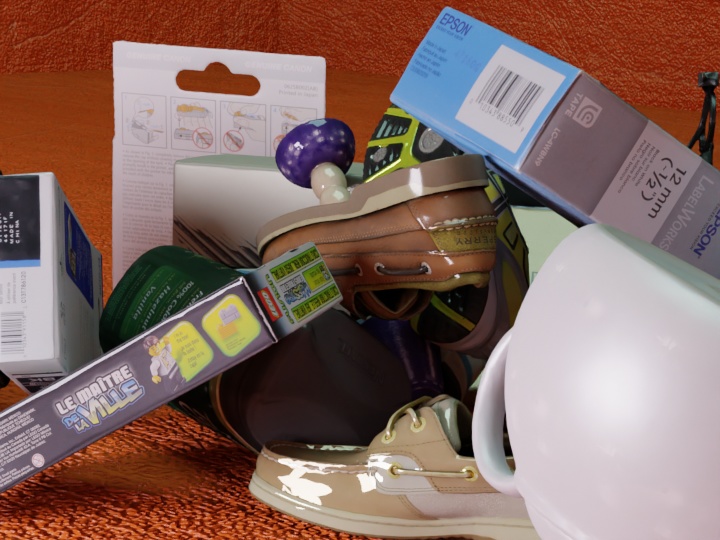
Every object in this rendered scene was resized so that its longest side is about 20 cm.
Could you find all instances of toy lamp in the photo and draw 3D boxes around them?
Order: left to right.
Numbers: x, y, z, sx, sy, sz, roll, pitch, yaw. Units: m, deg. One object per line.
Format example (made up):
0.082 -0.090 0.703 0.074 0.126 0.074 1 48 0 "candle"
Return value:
0.000 0.000 1.200 0.058 0.058 0.201 -2 48 -26 "toy lamp"

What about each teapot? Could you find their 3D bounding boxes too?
0.132 0.080 0.871 0.196 0.147 0.200 31 8 10 "teapot"

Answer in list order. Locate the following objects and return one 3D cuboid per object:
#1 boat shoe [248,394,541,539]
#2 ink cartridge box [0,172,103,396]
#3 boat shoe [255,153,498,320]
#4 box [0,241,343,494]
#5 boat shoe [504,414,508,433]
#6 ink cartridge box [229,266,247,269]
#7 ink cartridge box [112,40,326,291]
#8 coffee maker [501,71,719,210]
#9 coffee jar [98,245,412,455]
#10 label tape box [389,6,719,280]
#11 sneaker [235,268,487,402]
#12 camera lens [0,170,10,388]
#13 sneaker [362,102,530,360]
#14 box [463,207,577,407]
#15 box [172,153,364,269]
0.043 0.095 1.018 0.198 0.067 0.074 5 10 12 "boat shoe"
-0.170 0.018 1.140 0.039 0.100 0.200 -4 -12 0 "ink cartridge box"
0.003 -0.005 1.091 0.071 0.069 0.200 -10 -6 -27 "boat shoe"
-0.113 0.054 1.012 0.199 0.035 0.110 -29 1 19 "box"
0.170 0.074 1.169 0.198 0.071 0.070 5 9 7 "boat shoe"
-0.021 0.028 1.375 0.198 0.068 0.117 5 9 12 "ink cartridge box"
-0.093 -0.058 1.459 0.161 0.202 0.057 6 13 15 "ink cartridge box"
0.146 -0.039 1.469 0.198 0.193 0.135 5 -31 7 "coffee maker"
-0.059 0.051 1.140 0.104 0.086 0.200 38 -11 -31 "coffee jar"
0.131 -0.053 1.115 0.199 0.066 0.143 29 4 -33 "label tape box"
-0.002 0.038 1.280 0.199 0.076 0.086 18 33 31 "sneaker"
-0.292 0.009 1.143 0.198 0.162 0.160 2 10 -2 "camera lens"
0.054 -0.028 1.189 0.075 0.201 0.076 -30 -44 28 "sneaker"
0.164 0.026 1.317 0.198 0.021 0.164 4 47 7 "box"
-0.017 -0.034 1.323 0.198 0.069 0.082 5 8 24 "box"
